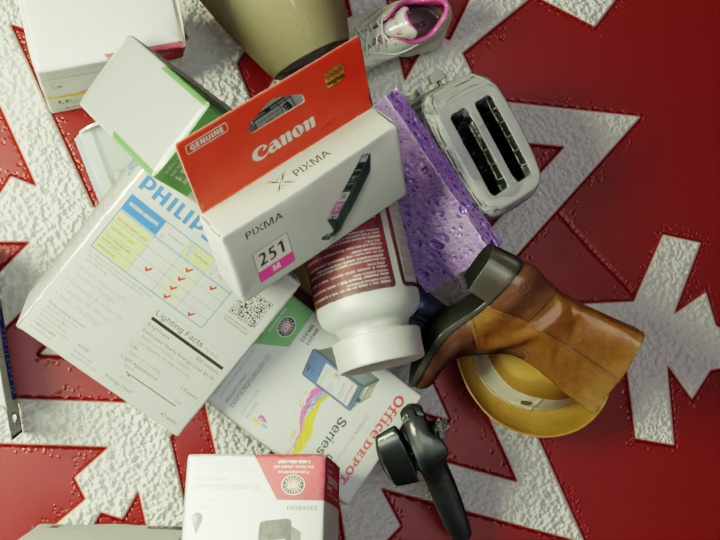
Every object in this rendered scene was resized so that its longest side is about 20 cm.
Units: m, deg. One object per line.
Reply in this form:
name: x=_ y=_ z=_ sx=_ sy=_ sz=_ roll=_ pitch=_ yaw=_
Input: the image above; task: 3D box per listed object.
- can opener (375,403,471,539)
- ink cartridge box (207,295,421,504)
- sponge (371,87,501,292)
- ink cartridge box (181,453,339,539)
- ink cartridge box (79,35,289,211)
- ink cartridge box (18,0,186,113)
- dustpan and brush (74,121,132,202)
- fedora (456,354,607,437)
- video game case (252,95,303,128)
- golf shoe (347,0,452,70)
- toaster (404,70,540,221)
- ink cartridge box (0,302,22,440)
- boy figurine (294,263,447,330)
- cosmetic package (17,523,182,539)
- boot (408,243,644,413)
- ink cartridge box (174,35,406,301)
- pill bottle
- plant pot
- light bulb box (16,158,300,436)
can opener: x=0.080 y=0.222 z=1.137 sx=0.078 sy=0.064 sz=0.201 roll=-18 pitch=129 yaw=14
ink cartridge box: x=-0.057 y=0.135 z=1.131 sx=0.200 sy=0.087 sz=0.146 roll=39 pitch=79 yaw=-10
sponge: x=0.056 y=-0.084 z=1.118 sx=0.030 sy=0.111 sz=0.201 roll=-37 pitch=94 yaw=-44
ink cartridge box: x=-0.098 y=0.287 z=1.017 sx=0.143 sy=0.083 sz=0.202 roll=-1 pitch=70 yaw=7
ink cartridge box: x=-0.142 y=-0.114 z=0.982 sx=0.085 sy=0.200 sz=0.146 roll=-51 pitch=53 yaw=4
ink cartridge box: x=-0.260 y=-0.230 z=1.054 sx=0.146 sy=0.200 sz=0.087 roll=-14 pitch=90 yaw=-13
dustpan and brush: x=-0.189 y=-0.120 z=1.130 sx=0.199 sy=0.057 sz=0.141 roll=-24 pitch=99 yaw=-23
fedora: x=0.207 y=0.088 z=1.174 sx=0.198 sy=0.082 sz=0.203 roll=6 pitch=67 yaw=-14
video game case: x=-0.111 y=-0.081 z=1.139 sx=0.199 sy=0.023 sz=0.183 roll=-36 pitch=114 yaw=-13
golf shoe: x=0.014 y=-0.266 z=1.175 sx=0.198 sy=0.091 sz=0.076 roll=-25 pitch=92 yaw=-11
toaster: x=0.116 y=-0.121 z=1.160 sx=0.113 sy=0.129 sz=0.201 roll=-28 pitch=92 yaw=-22
ink cartridge box: x=-0.380 y=0.072 z=1.059 sx=0.037 sy=0.095 sz=0.202 roll=-12 pitch=89 yaw=-13
boy figurine: x=0.019 y=0.027 z=1.166 sx=0.199 sy=0.064 sz=0.125 roll=28 pitch=72 yaw=-14
cosmetic package: x=-0.259 y=0.362 z=1.021 sx=0.163 sy=0.165 sz=0.203 roll=2 pitch=86 yaw=-5
boot: x=0.170 y=0.090 z=1.102 sx=0.199 sy=0.069 sz=0.189 roll=31 pitch=106 yaw=-12
ink cartridge box: x=-0.054 y=-0.089 z=0.936 sx=0.199 sy=0.174 sz=0.044 roll=-34 pitch=54 yaw=-17
pill bottle: x=0.000 y=0.000 z=1.070 sx=0.108 sy=0.110 sz=0.202 roll=-10 pitch=79 yaw=-13
plant pot: x=-0.097 y=-0.313 z=1.104 sx=0.186 sy=0.187 sz=0.202 roll=-27 pitch=93 yaw=-13
light bulb box: x=-0.200 y=0.018 z=1.047 sx=0.198 sy=0.125 sz=0.200 roll=39 pitch=95 yaw=-19
